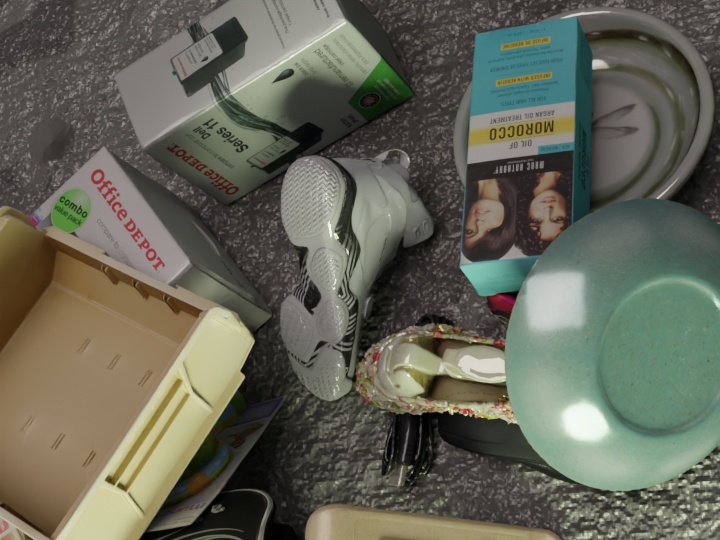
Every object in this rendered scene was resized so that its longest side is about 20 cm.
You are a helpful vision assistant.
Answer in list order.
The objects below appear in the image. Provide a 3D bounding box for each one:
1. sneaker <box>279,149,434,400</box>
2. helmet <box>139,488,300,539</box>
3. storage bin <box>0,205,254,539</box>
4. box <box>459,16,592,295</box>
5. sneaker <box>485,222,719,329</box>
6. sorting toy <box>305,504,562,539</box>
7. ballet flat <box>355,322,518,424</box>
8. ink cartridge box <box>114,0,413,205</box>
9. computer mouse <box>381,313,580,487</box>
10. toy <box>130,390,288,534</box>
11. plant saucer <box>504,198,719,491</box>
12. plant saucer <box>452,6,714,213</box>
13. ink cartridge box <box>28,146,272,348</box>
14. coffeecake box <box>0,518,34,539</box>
[{"bbox_3d":[0.000,0.000,1.008,0.075,0.115,0.200,19,118,44],"label":"sneaker"},{"bbox_3d":[-0.116,0.265,0.905,0.190,0.200,0.200,-22,65,16],"label":"helmet"},{"bbox_3d":[-0.209,0.076,0.887,0.200,0.094,0.199,23,70,26],"label":"storage bin"},{"bbox_3d":[0.122,-0.084,0.924,0.082,0.049,0.200,-6,61,23],"label":"box"},{"bbox_3d":[0.188,0.011,0.920,0.200,0.075,0.081,-15,67,19],"label":"sneaker"},{"bbox_3d":[0.050,0.259,0.857,0.036,0.200,0.185,-29,54,57],"label":"sorting toy"},{"bbox_3d":[0.066,0.068,0.915,0.200,0.064,0.076,-2,69,38],"label":"ballet flat"},{"bbox_3d":[-0.079,-0.153,1.059,0.200,0.147,0.083,-30,64,14],"label":"ink cartridge box"},{"bbox_3d":[0.108,0.103,0.937,0.200,0.053,0.139,7,75,27],"label":"computer mouse"},{"bbox_3d":[-0.142,0.136,0.966,0.115,0.200,0.047,-17,101,23],"label":"toy"},{"bbox_3d":[0.193,0.053,0.843,0.201,0.201,0.039,-60,21,-4],"label":"plant saucer"},{"bbox_3d":[0.172,-0.105,0.975,0.200,0.050,0.200,-11,61,21],"label":"plant saucer"},{"bbox_3d":[-0.210,0.034,1.053,0.200,0.146,0.147,-43,61,5],"label":"ink cartridge box"},{"bbox_3d":[-0.298,0.265,1.010,0.200,0.153,0.073,-36,62,10],"label":"coffeecake box"}]
